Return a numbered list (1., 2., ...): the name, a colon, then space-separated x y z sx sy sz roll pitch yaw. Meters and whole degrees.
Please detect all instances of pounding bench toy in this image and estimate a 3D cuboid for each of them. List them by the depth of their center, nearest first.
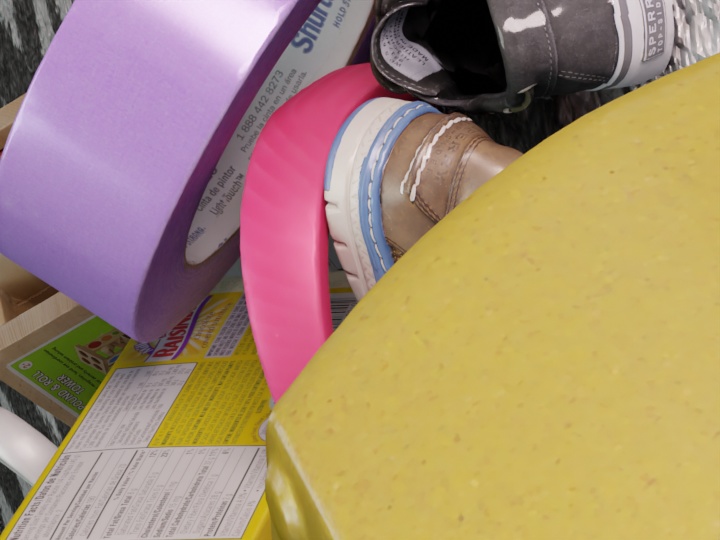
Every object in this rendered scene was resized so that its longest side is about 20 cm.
1. pounding bench toy: -0.111 -0.002 1.249 0.200 0.124 0.156 43 -158 -51

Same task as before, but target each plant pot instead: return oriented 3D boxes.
1. plant pot: 0.089 0.078 0.510 0.194 0.200 0.196 -121 21 -44

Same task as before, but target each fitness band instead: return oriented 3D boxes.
1. fitness band: 0.000 0.000 0.870 0.200 0.037 0.144 -46 -50 -68

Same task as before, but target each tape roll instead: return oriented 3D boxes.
1. tape roll: -0.053 -0.074 0.865 0.066 0.200 0.200 31 155 6

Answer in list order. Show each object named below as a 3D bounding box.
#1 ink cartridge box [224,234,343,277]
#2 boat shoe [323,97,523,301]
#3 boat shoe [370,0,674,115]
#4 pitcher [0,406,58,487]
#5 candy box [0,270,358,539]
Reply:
1. ink cartridge box: -0.005 0.073 1.050 0.200 0.084 0.145 -129 27 -57
2. boat shoe: 0.050 0.029 0.818 0.072 0.072 0.200 14 147 36
3. boat shoe: 0.036 -0.080 0.789 0.200 0.066 0.070 -154 51 -70
4. pitcher: -0.120 0.140 1.210 0.172 0.121 0.200 41 170 9
5. candy box: -0.057 0.058 0.907 0.200 0.102 0.026 -62 -38 -57
